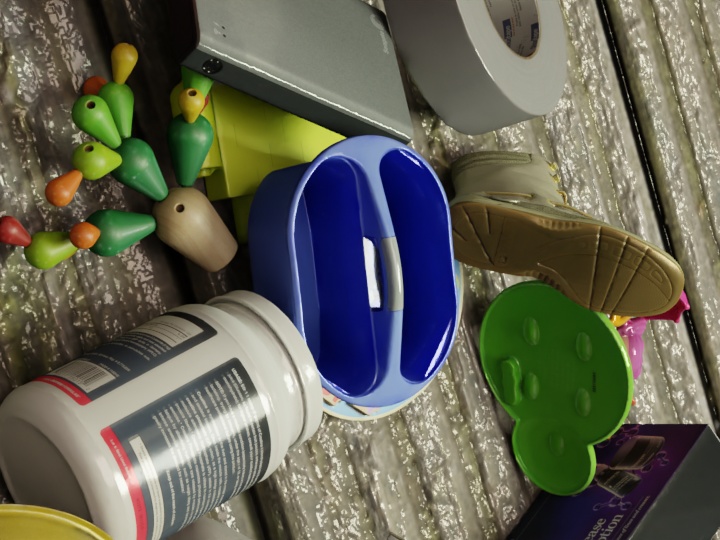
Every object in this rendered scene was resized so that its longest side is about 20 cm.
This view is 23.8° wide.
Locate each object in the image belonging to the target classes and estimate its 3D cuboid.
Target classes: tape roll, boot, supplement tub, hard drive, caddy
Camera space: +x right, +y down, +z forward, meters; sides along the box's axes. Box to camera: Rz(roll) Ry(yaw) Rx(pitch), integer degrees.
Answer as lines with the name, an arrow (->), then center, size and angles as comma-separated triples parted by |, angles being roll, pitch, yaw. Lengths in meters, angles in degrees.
tape roll -> 0.096, -0.215, 1.412 | 0.200, 0.066, 0.200 | 32, 50, -48
boot -> 0.166, -0.036, 1.407 | 0.200, 0.155, 0.072 | 16, 113, -1
supplement tub -> -0.139, 0.108, 1.197 | 0.200, 0.140, 0.140 | -28, 102, -35
hard drive -> -0.054, -0.174, 1.276 | 0.200, 0.033, 0.140 | 21, 43, -36
caddy -> 0.000, 0.000, 1.265 | 0.141, 0.105, 0.200 | -11, 99, -30

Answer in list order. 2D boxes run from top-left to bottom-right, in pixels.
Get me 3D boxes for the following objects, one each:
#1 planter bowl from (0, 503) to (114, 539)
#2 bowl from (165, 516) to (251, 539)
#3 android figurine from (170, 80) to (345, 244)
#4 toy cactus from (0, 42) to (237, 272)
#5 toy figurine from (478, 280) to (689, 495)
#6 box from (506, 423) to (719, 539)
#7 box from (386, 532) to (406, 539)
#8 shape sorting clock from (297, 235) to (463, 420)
planter bowl -> -0.230, 0.252, 1.083 | 0.200, 0.083, 0.201 | -8, 124, -13
bowl -> -0.090, 0.302, 1.260 | 0.200, 0.075, 0.200 | 40, 64, -29
android figurine -> -0.069, -0.124, 1.337 | 0.182, 0.041, 0.200 | -8, 92, -37
toy cactus -> -0.158, -0.060, 1.232 | 0.165, 0.102, 0.200 | 48, 64, -30
toy figurine -> 0.216, 0.072, 1.497 | 0.184, 0.150, 0.200 | -29, 124, -45
box -> 0.214, 0.224, 1.458 | 0.200, 0.141, 0.079 | -48, 111, -31
box -> 0.010, 0.298, 1.238 | 0.200, 0.041, 0.156 | -60, 156, -9
shape sorting clock -> 0.010, 0.021, 1.360 | 0.200, 0.039, 0.200 | -9, 105, -37
